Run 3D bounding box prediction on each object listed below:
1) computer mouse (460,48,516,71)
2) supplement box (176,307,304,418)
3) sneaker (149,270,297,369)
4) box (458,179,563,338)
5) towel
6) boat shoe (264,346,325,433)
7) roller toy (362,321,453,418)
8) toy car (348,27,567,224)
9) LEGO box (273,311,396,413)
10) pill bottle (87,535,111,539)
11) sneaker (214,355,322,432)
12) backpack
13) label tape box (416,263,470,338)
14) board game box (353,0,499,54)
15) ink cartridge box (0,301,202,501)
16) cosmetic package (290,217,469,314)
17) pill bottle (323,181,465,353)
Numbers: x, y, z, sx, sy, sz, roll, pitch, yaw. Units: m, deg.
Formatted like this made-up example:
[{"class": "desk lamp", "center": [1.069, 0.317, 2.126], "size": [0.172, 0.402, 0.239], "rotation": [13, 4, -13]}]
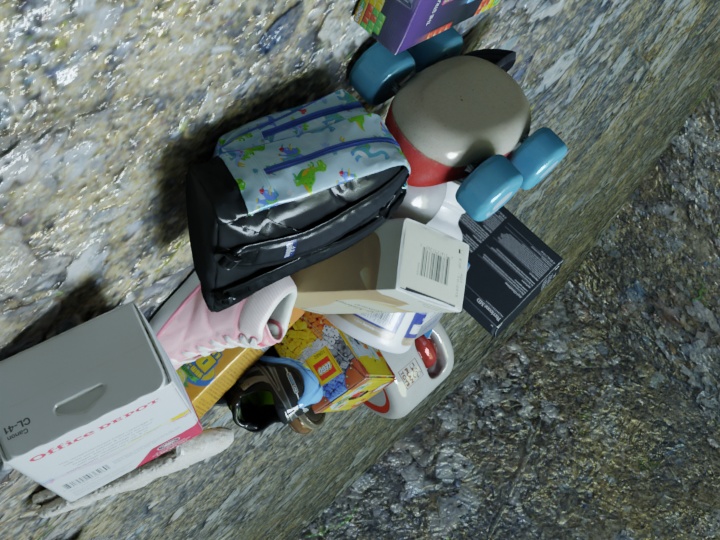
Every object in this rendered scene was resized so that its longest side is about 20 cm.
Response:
[{"class": "computer mouse", "center": [0.076, -0.183, 1.142], "size": [0.200, 0.046, 0.140], "rotation": [-41, 174, 25]}, {"class": "supplement box", "center": [-0.155, 0.087, 1.146], "size": [0.200, 0.066, 0.069], "rotation": [-46, 166, -5]}, {"class": "sneaker", "center": [-0.142, 0.061, 1.040], "size": [0.200, 0.105, 0.075], "rotation": [-49, 167, 13]}, {"class": "box", "center": [0.174, -0.024, 1.528], "size": [0.141, 0.200, 0.079], "rotation": [-43, 166, -10]}, {"class": "towel", "center": [-0.249, 0.223, 1.151], "size": [0.199, 0.035, 0.132], "rotation": [-24, 172, 15]}, {"class": "boat shoe", "center": [-0.095, 0.146, 1.288], "size": [0.068, 0.072, 0.200], "rotation": [-36, -154, 7]}, {"class": "roller toy", "center": [0.034, 0.119, 1.542], "size": [0.140, 0.182, 0.200], "rotation": [-39, 164, -23]}, {"class": "toy car", "center": [0.062, -0.107, 1.038], "size": [0.177, 0.185, 0.200], "rotation": [-32, 167, -46]}, {"class": "LEGO box", "center": [-0.041, 0.093, 1.296], "size": [0.077, 0.149, 0.200], "rotation": [-34, 168, 7]}, {"class": "pill bottle", "center": [-0.377, 0.405, 1.265], "size": [0.200, 0.113, 0.113], "rotation": [-24, 153, -56]}, {"class": "sneaker", "center": [-0.131, 0.138, 1.192], "size": [0.199, 0.071, 0.083], "rotation": [0, -146, 45]}, {"class": "backpack", "center": [-0.052, -0.069, 0.902], "size": [0.199, 0.155, 0.164], "rotation": [-13, 151, -15]}, {"class": "label tape box", "center": [0.047, 0.013, 1.370], "size": [0.063, 0.144, 0.200], "rotation": [-38, 163, -31]}, {"class": "board game box", "center": [0.093, -0.293, 0.866], "size": [0.165, 0.057, 0.200], "rotation": [-36, 162, -40]}, {"class": "ink cartridge box", "center": [-0.230, 0.121, 0.917], "size": [0.147, 0.086, 0.200], "rotation": [-26, 160, -11]}, {"class": "cosmetic package", "center": [0.000, 0.000, 1.053], "size": [0.105, 0.199, 0.072], "rotation": [19, 74, -42]}, {"class": "pill bottle", "center": [0.045, -0.019, 1.171], "size": [0.201, 0.115, 0.116], "rotation": [-63, 163, 8]}]
